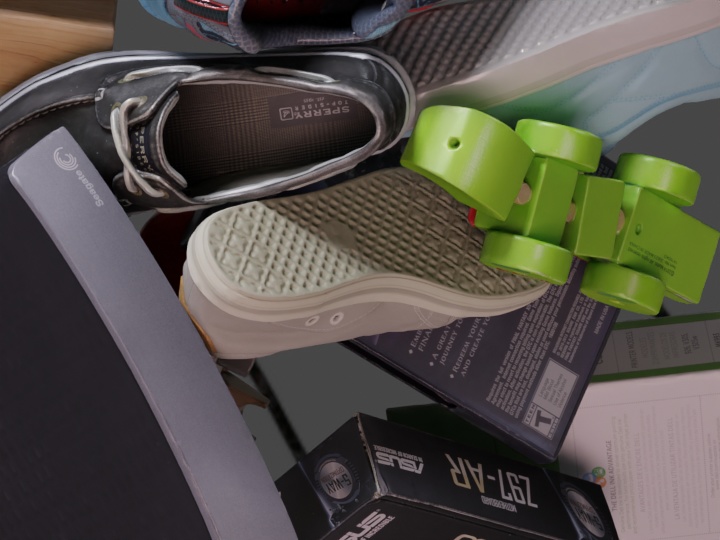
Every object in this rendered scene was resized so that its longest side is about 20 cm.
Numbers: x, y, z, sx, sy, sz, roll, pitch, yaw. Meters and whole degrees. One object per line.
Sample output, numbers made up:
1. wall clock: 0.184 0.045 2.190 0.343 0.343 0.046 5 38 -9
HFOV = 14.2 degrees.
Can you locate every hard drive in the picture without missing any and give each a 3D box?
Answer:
1. hard drive: -0.125 0.057 1.205 0.135 0.042 0.200 -31 86 29

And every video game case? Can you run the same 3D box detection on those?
1. video game case: 0.032 -0.022 1.302 0.200 0.019 0.143 31 70 -17

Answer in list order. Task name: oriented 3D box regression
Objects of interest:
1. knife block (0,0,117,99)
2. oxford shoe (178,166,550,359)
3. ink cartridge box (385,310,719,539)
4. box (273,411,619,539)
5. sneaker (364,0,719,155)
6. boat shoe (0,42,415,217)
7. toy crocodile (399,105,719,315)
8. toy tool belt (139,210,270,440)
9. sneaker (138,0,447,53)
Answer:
1. knife block: -0.229 -0.117 1.265 0.200 0.064 0.176 -32 116 14
2. oxford shoe: 0.000 0.000 1.246 0.200 0.075 0.058 -7 149 -40
3. ink cartridge box: 0.116 0.084 1.390 0.200 0.059 0.104 -7 119 2
4. box: -0.003 0.151 1.333 0.160 0.044 0.200 19 132 -41
5. sneaker: 0.081 -0.078 1.281 0.200 0.074 0.082 -15 121 -6
6. boat shoe: -0.078 -0.061 1.213 0.200 0.071 0.072 -12 99 11
7. toy crocodile: 0.094 -0.025 1.268 0.200 0.062 0.068 17 88 -50
8. toy tool belt: -0.105 0.050 1.349 0.125 0.123 0.200 25 103 1
9. sneaker: 0.008 -0.127 1.226 0.200 0.096 0.079 -17 123 -25
